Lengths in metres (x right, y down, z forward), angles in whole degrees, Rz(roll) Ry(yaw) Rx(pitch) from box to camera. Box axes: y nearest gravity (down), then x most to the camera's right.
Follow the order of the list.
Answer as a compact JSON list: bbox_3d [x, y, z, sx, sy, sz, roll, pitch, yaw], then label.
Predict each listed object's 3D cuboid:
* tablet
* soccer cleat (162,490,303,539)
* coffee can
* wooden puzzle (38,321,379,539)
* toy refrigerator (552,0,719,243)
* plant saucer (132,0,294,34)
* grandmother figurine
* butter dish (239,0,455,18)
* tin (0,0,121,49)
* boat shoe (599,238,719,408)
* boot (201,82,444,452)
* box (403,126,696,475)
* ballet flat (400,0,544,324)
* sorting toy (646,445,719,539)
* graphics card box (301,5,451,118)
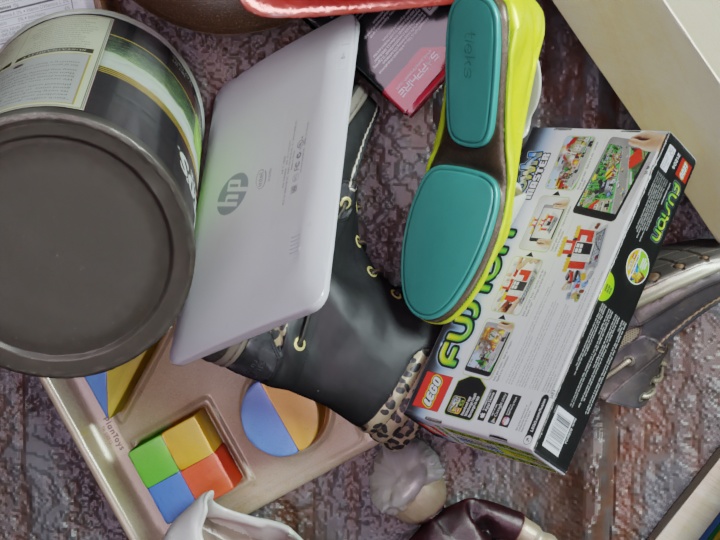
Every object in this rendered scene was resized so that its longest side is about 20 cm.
[{"bbox_3d":[-0.057,-0.049,0.782,0.129,0.014,0.202,-23,49,39],"label":"tablet"},{"bbox_3d":[-0.035,0.212,0.847,0.198,0.070,0.078,29,121,-5],"label":"soccer cleat"},{"bbox_3d":[-0.164,-0.053,0.762,0.144,0.201,0.148,-2,116,-4],"label":"coffee can"},{"bbox_3d":[-0.101,0.070,0.864,0.198,0.046,0.187,-29,92,6],"label":"wooden puzzle"},{"bbox_3d":[0.195,-0.123,0.800,0.070,0.076,0.201,-33,93,47],"label":"toy refrigerator"},{"bbox_3d":[-0.081,-0.245,0.793,0.197,0.037,0.204,0,93,6],"label":"plant saucer"},{"bbox_3d":[0.069,0.198,0.859,0.121,0.061,0.201,-32,89,-21],"label":"grandmother figurine"},{"bbox_3d":[0.027,-0.249,0.707,0.198,0.147,0.203,-10,93,-26],"label":"butter dish"},{"bbox_3d":[-0.218,-0.197,0.858,0.110,0.042,0.203,-12,94,1],"label":"tin"},{"bbox_3d":[0.155,0.047,0.835,0.198,0.075,0.074,-28,102,15],"label":"boat shoe"},{"bbox_3d":[0.000,0.000,0.833,0.150,0.073,0.202,33,65,-17],"label":"boot"},{"bbox_3d":[0.110,0.010,0.782,0.035,0.109,0.202,36,74,-36],"label":"box"},{"bbox_3d":[0.074,-0.067,0.785,0.066,0.067,0.203,19,108,37],"label":"ballet flat"},{"bbox_3d":[0.317,0.165,0.825,0.199,0.070,0.200,37,97,1],"label":"sorting toy"},{"bbox_3d":[-0.001,-0.209,0.831,0.200,0.051,0.126,42,97,-1],"label":"graphics card box"}]
